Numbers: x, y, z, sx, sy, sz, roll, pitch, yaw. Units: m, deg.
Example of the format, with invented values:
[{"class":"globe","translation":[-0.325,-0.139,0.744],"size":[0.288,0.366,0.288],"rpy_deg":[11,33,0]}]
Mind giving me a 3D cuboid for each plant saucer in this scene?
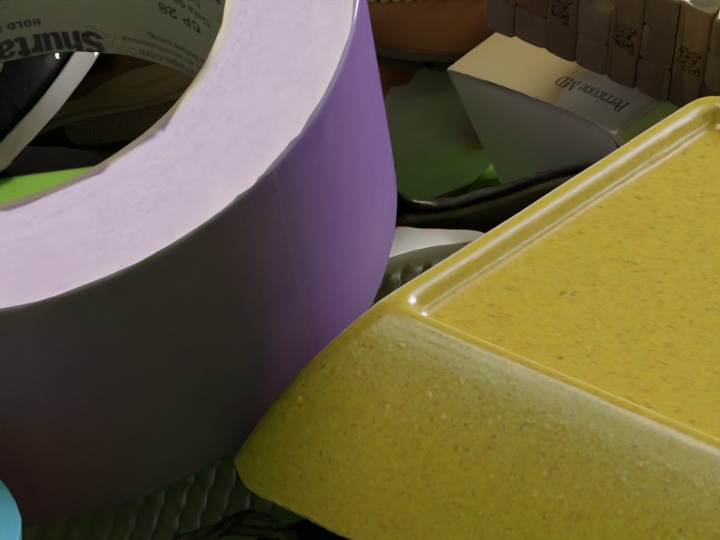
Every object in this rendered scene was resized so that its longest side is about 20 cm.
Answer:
[{"class":"plant saucer","translation":[0.102,0.021,0.706],"size":[0.199,0.049,0.199],"rpy_deg":[22,39,36]}]

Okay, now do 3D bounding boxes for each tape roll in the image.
[{"class":"tape roll","translation":[-0.093,-0.038,0.751],"size":[0.198,0.085,0.201],"rpy_deg":[-4,49,5]}]

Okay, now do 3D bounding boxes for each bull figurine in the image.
[{"class":"bull figurine","translation":[0.008,-0.043,0.992],"size":[0.199,0.065,0.121],"rpy_deg":[-29,30,-19]}]

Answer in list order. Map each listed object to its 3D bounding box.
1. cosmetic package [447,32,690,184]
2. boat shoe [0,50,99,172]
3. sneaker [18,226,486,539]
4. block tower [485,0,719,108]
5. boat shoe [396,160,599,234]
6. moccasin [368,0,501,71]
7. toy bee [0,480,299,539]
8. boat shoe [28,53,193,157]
[{"class":"cosmetic package","translation":[0.139,-0.083,0.919],"size":[0.200,0.071,0.105],"rpy_deg":[-38,30,-17]},{"class":"boat shoe","translation":[-0.107,-0.100,0.898],"size":[0.074,0.060,0.201],"rpy_deg":[-30,28,38]},{"class":"sneaker","translation":[-0.051,0.036,0.803],"size":[0.199,0.076,0.104],"rpy_deg":[-29,29,-24]},{"class":"block tower","translation":[0.135,-0.065,0.814],"size":[0.199,0.058,0.054],"rpy_deg":[25,66,14]},{"class":"boat shoe","translation":[0.000,0.000,0.876],"size":[0.199,0.066,0.072],"rpy_deg":[-5,20,23]},{"class":"moccasin","translation":[0.067,-0.120,0.962],"size":[0.200,0.078,0.074],"rpy_deg":[-17,34,-21]},{"class":"toy bee","translation":[-0.095,0.089,0.651],"size":[0.199,0.132,0.109],"rpy_deg":[-9,42,-16]},{"class":"boat shoe","translation":[-0.065,-0.060,0.938],"size":[0.200,0.072,0.072],"rpy_deg":[-8,48,61]}]
